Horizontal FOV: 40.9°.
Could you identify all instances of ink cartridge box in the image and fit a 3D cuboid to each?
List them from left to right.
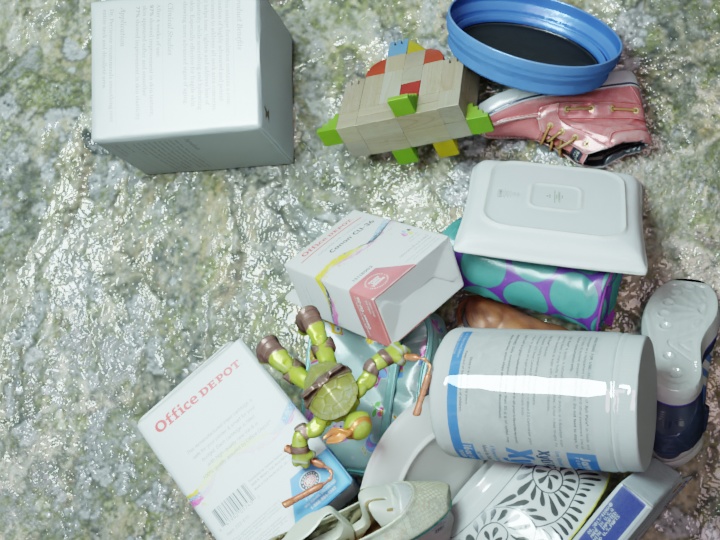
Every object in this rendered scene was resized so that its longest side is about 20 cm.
[{"bbox_3d":[-0.117,0.196,1.018,0.144,0.085,0.200,-39,72,-6],"label":"ink cartridge box"},{"bbox_3d":[0.000,0.000,1.054,0.116,0.068,0.199,-38,33,-26],"label":"ink cartridge box"},{"bbox_3d":[0.238,0.277,0.960,0.041,0.199,0.200,41,106,24],"label":"ink cartridge box"}]

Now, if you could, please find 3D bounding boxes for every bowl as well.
[{"bbox_3d":[0.154,0.246,0.992,0.094,0.201,0.201,43,90,7],"label":"bowl"},{"bbox_3d":[0.192,-0.257,1.084,0.199,0.201,0.040,20,128,11],"label":"bowl"}]

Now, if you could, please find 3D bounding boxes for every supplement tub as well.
[{"bbox_3d":[0.178,0.123,0.938,0.198,0.132,0.133,1,81,26],"label":"supplement tub"}]

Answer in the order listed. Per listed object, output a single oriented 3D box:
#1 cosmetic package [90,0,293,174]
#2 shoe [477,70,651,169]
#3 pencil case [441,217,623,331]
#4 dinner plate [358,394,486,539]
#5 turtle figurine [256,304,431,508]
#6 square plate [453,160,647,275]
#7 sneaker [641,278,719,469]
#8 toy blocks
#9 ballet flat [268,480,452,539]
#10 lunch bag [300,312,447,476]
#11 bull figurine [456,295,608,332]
[{"bbox_3d":[-0.192,-0.217,1.135,0.198,0.166,0.169,-3,82,9],"label":"cosmetic package"},{"bbox_3d":[0.229,-0.162,1.106,0.198,0.072,0.092,-11,71,3],"label":"shoe"},{"bbox_3d":[0.181,0.004,1.054,0.198,0.093,0.085,17,58,22],"label":"pencil case"},{"bbox_3d":[0.079,0.228,1.024,0.024,0.199,0.202,19,84,48],"label":"dinner plate"},{"bbox_3d":[-0.040,0.120,0.951,0.200,0.064,0.161,-46,56,4],"label":"turtle figurine"},{"bbox_3d":[0.211,-0.068,1.051,0.196,0.201,0.029,8,124,9],"label":"square plate"},{"bbox_3d":[0.342,0.120,1.052,0.080,0.148,0.201,7,38,19],"label":"sneaker"},{"bbox_3d":[0.059,-0.211,1.121,0.198,0.100,0.138,-8,52,25],"label":"toy blocks"},{"bbox_3d":[-0.003,0.245,0.928,0.199,0.067,0.063,-27,117,-8],"label":"ballet flat"},{"bbox_3d":[0.017,0.128,1.076,0.159,0.077,0.202,3,82,29],"label":"lunch bag"},{"bbox_3d":[0.191,0.095,1.072,0.199,0.065,0.122,21,56,19],"label":"bull figurine"}]
